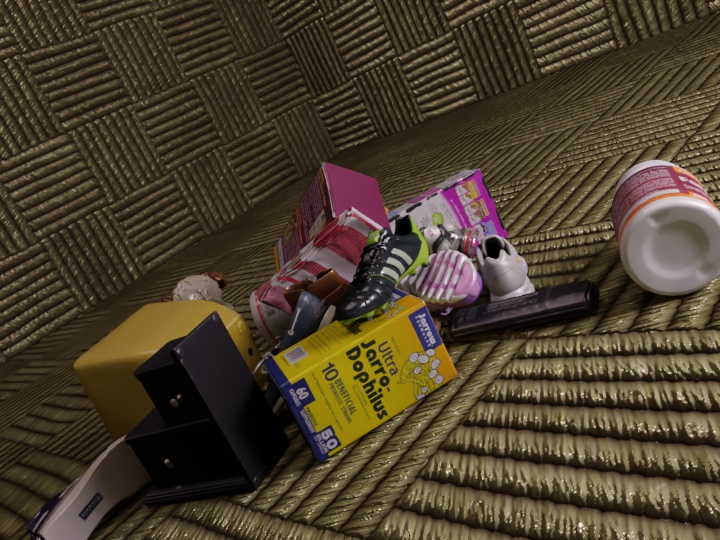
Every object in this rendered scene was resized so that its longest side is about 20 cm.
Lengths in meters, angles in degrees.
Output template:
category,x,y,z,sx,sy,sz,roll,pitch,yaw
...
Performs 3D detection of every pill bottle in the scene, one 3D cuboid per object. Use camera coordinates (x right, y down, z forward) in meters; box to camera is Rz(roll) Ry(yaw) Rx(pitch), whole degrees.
category,x,y,z,sx,sy,sz,roll,pitch,yaw
pill bottle,0.365,-0.061,0.818,0.113,0.115,0.200,-20,17,23
pill bottle,-0.091,0.051,1.225,0.199,0.109,0.109,-24,15,8

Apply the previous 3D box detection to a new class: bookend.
category,x,y,z,sx,sy,sz,roll,pitch,yaw
bookend,-0.227,0.180,0.855,0.197,0.201,0.092,-17,17,29

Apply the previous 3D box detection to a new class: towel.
category,x,y,z,sx,sy,sz,roll,pitch,yaw
towel,-0.039,0.004,1.001,0.200,0.144,0.023,-41,48,19

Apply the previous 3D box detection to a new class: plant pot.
category,x,y,z,sx,sy,sz,roll,pitch,yaw
plant pot,-0.259,0.158,1.020,0.198,0.196,0.196,-14,19,25

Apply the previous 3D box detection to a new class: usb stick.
category,x,y,z,sx,sy,sz,roll,pitch,yaw
usb stick,0.205,0.053,0.869,0.199,0.033,0.056,-17,25,33

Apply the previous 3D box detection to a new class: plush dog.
category,x,y,z,sx,sy,sz,roll,pitch,yaw
plush dog,-0.307,0.094,1.322,0.160,0.173,0.200,-8,23,48

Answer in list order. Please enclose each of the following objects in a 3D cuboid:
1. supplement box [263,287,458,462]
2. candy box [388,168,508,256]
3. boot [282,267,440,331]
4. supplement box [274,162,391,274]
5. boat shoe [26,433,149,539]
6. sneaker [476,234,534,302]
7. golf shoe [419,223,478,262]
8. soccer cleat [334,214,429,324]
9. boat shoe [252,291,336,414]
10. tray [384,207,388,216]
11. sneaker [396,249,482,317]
category,x,y,z,sx,sy,sz,roll,pitch,yaw
supplement box,-0.002,0.122,0.837,0.199,0.109,0.109,-30,16,-12
candy box,0.142,-0.073,1.189,0.199,0.137,0.061,-29,14,-12
boot,-0.002,0.062,0.948,0.199,0.156,0.074,-22,15,15
supplement box,-0.050,-0.046,1.072,0.200,0.102,0.132,-55,33,37
boat shoe,-0.367,0.296,0.925,0.092,0.075,0.200,-9,30,47
sneaker,0.202,-0.018,0.991,0.075,0.093,0.200,-24,15,7
golf shoe,0.118,-0.024,1.030,0.200,0.091,0.073,97,-173,-70
soccer cleat,0.021,-0.003,0.850,0.067,0.082,0.200,-13,19,39
boat shoe,-0.099,0.120,0.923,0.201,0.062,0.075,-61,-3,24
tray,0.000,0.000,1.114,0.098,0.037,0.202,-24,55,51
sneaker,0.107,0.028,0.949,0.200,0.088,0.081,-2,51,59
